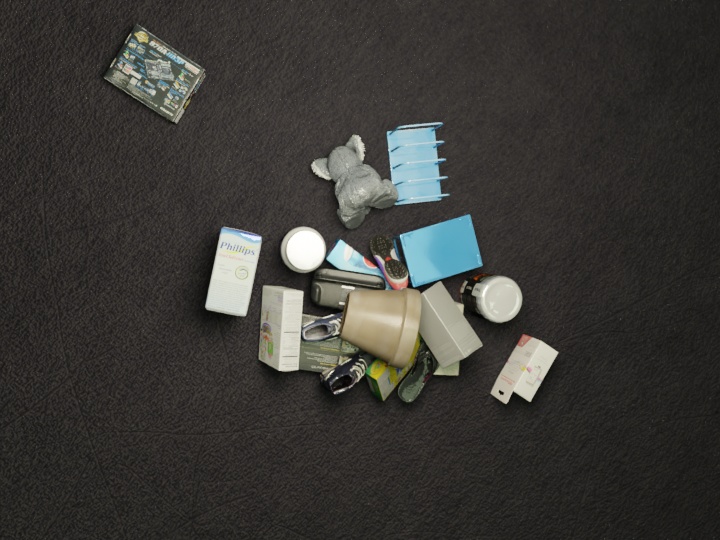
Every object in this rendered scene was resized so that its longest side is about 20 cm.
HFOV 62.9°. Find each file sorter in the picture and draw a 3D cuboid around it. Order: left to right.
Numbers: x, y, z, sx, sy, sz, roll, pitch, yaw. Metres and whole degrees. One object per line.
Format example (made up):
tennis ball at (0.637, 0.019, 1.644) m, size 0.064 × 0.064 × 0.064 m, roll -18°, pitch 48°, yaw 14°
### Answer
file sorter at (0.158, -0.287, 1.588) m, size 0.137 × 0.123 × 0.203 m, roll -7°, pitch 95°, yaw -9°
file sorter at (0.204, -0.056, 1.601) m, size 0.198 × 0.123 × 0.141 m, roll -16°, pitch 96°, yaw -9°

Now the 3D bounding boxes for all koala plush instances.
koala plush at (-0.022, -0.245, 1.542) m, size 0.176 × 0.184 × 0.202 m, roll -30°, pitch 76°, yaw 7°

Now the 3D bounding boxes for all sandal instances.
sandal at (0.172, 0.269, 1.593) m, size 0.075 × 0.048 × 0.202 m, roll 29°, pitch 89°, yaw -6°

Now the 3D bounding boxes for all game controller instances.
game controller at (-0.034, 0.053, 1.553) m, size 0.197 × 0.042 × 0.106 m, roll 9°, pitch 99°, yaw -1°

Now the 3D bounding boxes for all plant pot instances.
plant pot at (0.042, 0.130, 1.459) m, size 0.171 × 0.200 × 0.203 m, roll 12°, pitch 91°, yaw -6°

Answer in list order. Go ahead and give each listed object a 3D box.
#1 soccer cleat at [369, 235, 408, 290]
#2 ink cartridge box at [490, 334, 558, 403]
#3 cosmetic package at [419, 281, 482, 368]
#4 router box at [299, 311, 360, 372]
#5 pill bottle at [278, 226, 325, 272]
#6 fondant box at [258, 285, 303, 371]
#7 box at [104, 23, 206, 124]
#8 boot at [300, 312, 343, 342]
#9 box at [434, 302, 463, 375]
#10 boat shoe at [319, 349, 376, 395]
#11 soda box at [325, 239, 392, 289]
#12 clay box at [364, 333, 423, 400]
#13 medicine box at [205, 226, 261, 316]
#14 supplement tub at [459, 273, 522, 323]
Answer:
soccer cleat at (0.074, -0.018, 1.575) m, size 0.067 × 0.201 × 0.074 m, roll -16°, pitch 133°, yaw -11°
ink cartridge box at (0.464, 0.293, 1.678) m, size 0.067 × 0.116 × 0.201 m, roll 32°, pitch 88°, yaw -11°
cosmetic package at (0.214, 0.144, 1.550) m, size 0.090 × 0.107 × 0.201 m, roll -25°, pitch 82°, yaw -37°
router box at (-0.095, 0.200, 1.601) m, size 0.197 × 0.051 × 0.151 m, roll 11°, pitch 91°, yaw -13°
pill bottle at (-0.148, -0.053, 1.504) m, size 0.114 × 0.200 × 0.117 m, roll -1°, pitch 93°, yaw -11°
fondant box at (-0.209, 0.146, 1.528) m, size 0.058 × 0.144 × 0.203 m, roll 4°, pitch 92°, yaw -31°
box at (-0.518, -0.494, 1.491) m, size 0.199 × 0.046 × 0.160 m, roll 31°, pitch 87°, yaw -10°
boot at (-0.062, 0.150, 1.530) m, size 0.198 × 0.090 × 0.074 m, roll -14°, pitch 90°, yaw -12°
box at (0.237, 0.189, 1.654) m, size 0.081 × 0.068 × 0.203 m, roll 5°, pitch 92°, yaw -10°
boat shoe at (-0.008, 0.265, 1.551) m, size 0.199 × 0.093 × 0.075 m, roll -29°, pitch 102°, yaw -12°
soda box at (0.000, 0.000, 1.604) m, size 0.199 × 0.064 × 0.068 m, roll 37°, pitch 86°, yaw -11°
clay box at (0.099, 0.242, 1.592) m, size 0.200 × 0.047 × 0.116 m, roll -47°, pitch 145°, yaw -25°
medicine box at (-0.317, -0.001, 1.485) m, size 0.102 × 0.182 × 0.203 m, roll 11°, pitch 91°, yaw -11°
supplement tub at (0.346, 0.071, 1.601) m, size 0.121 × 0.200 × 0.124 m, roll 0°, pitch 93°, yaw -10°
